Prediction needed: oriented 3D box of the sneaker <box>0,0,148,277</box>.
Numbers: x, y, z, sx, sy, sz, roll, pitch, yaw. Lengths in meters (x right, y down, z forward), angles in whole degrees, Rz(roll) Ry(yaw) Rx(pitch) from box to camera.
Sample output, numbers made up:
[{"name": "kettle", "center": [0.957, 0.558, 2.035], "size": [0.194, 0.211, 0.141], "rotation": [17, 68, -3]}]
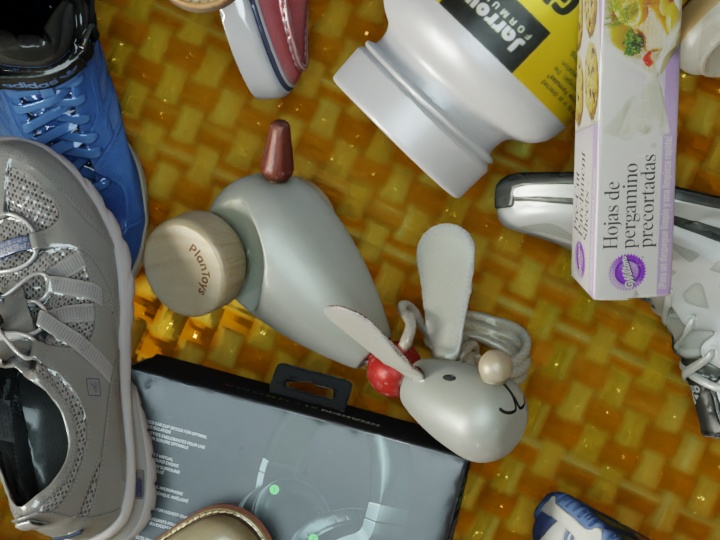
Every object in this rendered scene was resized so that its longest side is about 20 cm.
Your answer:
[{"name": "sneaker", "center": [-0.154, -0.082, 1.321], "size": [0.077, 0.111, 0.200], "rotation": [-9, 92, 4]}]

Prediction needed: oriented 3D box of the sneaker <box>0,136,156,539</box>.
[{"name": "sneaker", "center": [-0.148, 0.029, 1.263], "size": [0.075, 0.082, 0.200], "rotation": [-24, 75, 26]}]

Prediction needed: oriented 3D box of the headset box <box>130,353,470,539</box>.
[{"name": "headset box", "center": [-0.048, 0.146, 1.332], "size": [0.174, 0.093, 0.200], "rotation": [14, 93, 4]}]

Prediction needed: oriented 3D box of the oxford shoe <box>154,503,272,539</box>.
[{"name": "oxford shoe", "center": [-0.112, 0.193, 1.255], "size": [0.071, 0.074, 0.200], "rotation": [39, 95, 4]}]

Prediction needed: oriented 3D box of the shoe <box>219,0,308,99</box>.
[{"name": "shoe", "center": [-0.027, -0.188, 1.327], "size": [0.091, 0.071, 0.201], "rotation": [-9, 87, 10]}]

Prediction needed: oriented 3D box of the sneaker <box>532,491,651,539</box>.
[{"name": "sneaker", "center": [0.128, 0.178, 1.283], "size": [0.075, 0.200, 0.088], "rotation": [26, 100, -37]}]

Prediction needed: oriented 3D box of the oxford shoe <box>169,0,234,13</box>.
[{"name": "oxford shoe", "center": [-0.071, -0.222, 1.271], "size": [0.071, 0.071, 0.201], "rotation": [5, 86, 9]}]

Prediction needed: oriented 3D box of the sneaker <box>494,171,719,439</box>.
[{"name": "sneaker", "center": [0.155, 0.019, 1.321], "size": [0.200, 0.076, 0.116], "rotation": [12, 91, 1]}]

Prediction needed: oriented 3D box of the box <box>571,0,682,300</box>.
[{"name": "box", "center": [0.121, -0.087, 1.242], "size": [0.039, 0.041, 0.200], "rotation": [-3, 109, -10]}]

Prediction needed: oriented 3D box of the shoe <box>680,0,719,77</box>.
[{"name": "shoe", "center": [0.244, -0.134, 1.306], "size": [0.200, 0.070, 0.053], "rotation": [-22, 58, 2]}]

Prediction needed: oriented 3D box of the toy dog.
[{"name": "toy dog", "center": [0.000, 0.000, 1.294], "size": [0.200, 0.132, 0.096], "rotation": [22, 123, 4]}]

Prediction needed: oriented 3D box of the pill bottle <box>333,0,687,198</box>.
[{"name": "pill bottle", "center": [0.085, -0.135, 1.301], "size": [0.112, 0.112, 0.200], "rotation": [43, 94, 1]}]
